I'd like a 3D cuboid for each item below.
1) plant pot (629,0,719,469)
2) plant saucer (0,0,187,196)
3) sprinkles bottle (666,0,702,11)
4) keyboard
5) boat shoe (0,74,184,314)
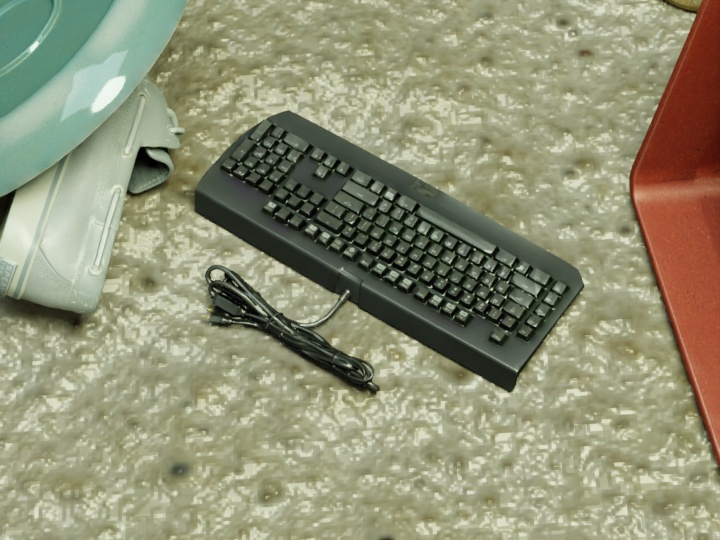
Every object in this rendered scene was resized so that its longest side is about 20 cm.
[{"bbox_3d":[0.254,-0.024,1.048,0.175,0.200,0.201,-5,58,-14],"label":"plant pot"},{"bbox_3d":[-0.172,-0.112,1.153,0.199,0.027,0.201,-26,36,21],"label":"plant saucer"},{"bbox_3d":[0.215,-0.234,1.236,0.068,0.068,0.201,22,64,16],"label":"sprinkles bottle"},{"bbox_3d":[0.000,0.000,1.140,0.199,0.021,0.127,29,65,20],"label":"keyboard"},{"bbox_3d":[-0.131,-0.062,1.167,0.071,0.070,0.202,24,56,-10],"label":"boat shoe"}]
